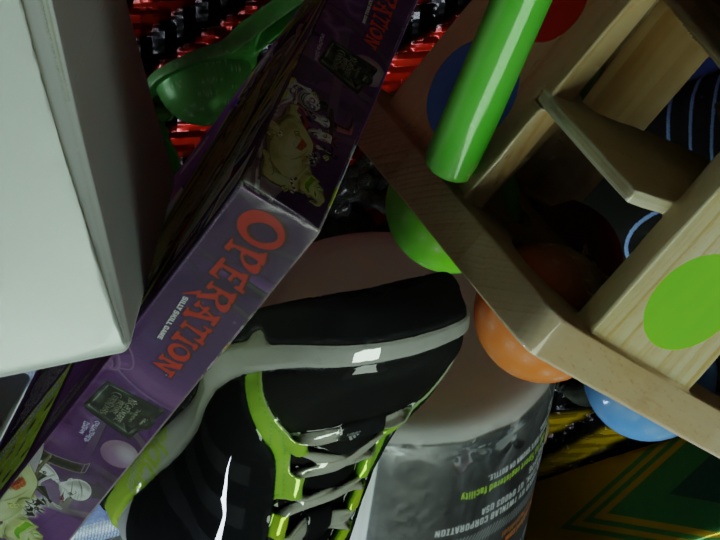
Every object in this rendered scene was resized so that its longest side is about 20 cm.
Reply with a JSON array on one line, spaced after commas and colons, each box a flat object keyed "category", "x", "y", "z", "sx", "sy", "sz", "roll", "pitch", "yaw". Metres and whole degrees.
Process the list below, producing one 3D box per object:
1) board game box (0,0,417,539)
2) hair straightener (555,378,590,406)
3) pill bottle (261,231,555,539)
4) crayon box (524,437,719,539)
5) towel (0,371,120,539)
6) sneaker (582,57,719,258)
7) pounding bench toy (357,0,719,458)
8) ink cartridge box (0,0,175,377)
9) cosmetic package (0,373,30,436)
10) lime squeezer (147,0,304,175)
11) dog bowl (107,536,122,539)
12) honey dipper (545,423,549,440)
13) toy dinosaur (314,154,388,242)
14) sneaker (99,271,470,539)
[{"category": "board game box", "x": -0.053, "y": 0.005, "z": 0.826, "sx": 0.032, "sy": 0.120, "sz": 0.200, "roll": 29, "pitch": 133, "yaw": -12}, {"category": "hair straightener", "x": 0.106, "y": -0.002, "z": 1.069, "sx": 0.077, "sy": 0.041, "sz": 0.200, "roll": 13, "pitch": 147, "yaw": -31}, {"category": "pill bottle", "x": 0.002, "y": 0.094, "z": 1.009, "sx": 0.106, "sy": 0.106, "sz": 0.200, "roll": -2, "pitch": 130, "yaw": -12}, {"category": "crayon box", "x": 0.136, "y": 0.122, "z": 1.258, "sx": 0.200, "sy": 0.052, "sz": 0.126, "roll": -19, "pitch": 147, "yaw": 17}, {"category": "towel", "x": -0.170, "y": 0.040, "z": 0.981, "sx": 0.200, "sy": 0.147, "sz": 0.024, "roll": -14, "pitch": -170, "yaw": 5}, {"category": "sneaker", "x": 0.131, "y": -0.033, "z": 0.958, "sx": 0.200, "sy": 0.078, "sz": 0.070, "roll": -37, "pitch": 138, "yaw": 26}, {"category": "pounding bench toy", "x": 0.070, "y": -0.050, "z": 0.835, "sx": 0.156, "sy": 0.124, "sz": 0.200, "roll": -49, "pitch": 137, "yaw": 12}, {"category": "ink cartridge box", "x": -0.162, "y": -0.046, "z": 0.766, "sx": 0.200, "sy": 0.145, "sz": 0.145, "roll": -12, "pitch": 109, "yaw": 6}, {"category": "cosmetic package", "x": -0.169, "y": 0.079, "z": 0.876, "sx": 0.081, "sy": 0.200, "sz": 0.113, "roll": 31, "pitch": 99, "yaw": -6}, {"category": "lime squeezer", "x": -0.051, "y": -0.039, "z": 0.935, "sx": 0.038, "sy": 0.071, "sz": 0.200, "roll": 14, "pitch": 112, "yaw": -40}, {"category": "dog bowl", "x": -0.132, "y": 0.084, "z": 1.100, "sx": 0.200, "sy": 0.079, "sz": 0.200, "roll": -6, "pitch": 149, "yaw": -4}, {"category": "honey dipper", "x": 0.055, "y": 0.070, "z": 1.133, "sx": 0.038, "sy": 0.038, "sz": 0.200, "roll": -10, "pitch": 164, "yaw": 2}, {"category": "toy dinosaur", "x": 0.000, "y": 0.000, "z": 1.032, "sx": 0.200, "sy": 0.048, "sz": 0.088, "roll": 24, "pitch": 143, "yaw": -37}, {"category": "sneaker", "x": -0.016, "y": 0.062, "z": 0.861, "sx": 0.072, "sy": 0.083, "sz": 0.200, "roll": -12, "pitch": 166, "yaw": -26}]
